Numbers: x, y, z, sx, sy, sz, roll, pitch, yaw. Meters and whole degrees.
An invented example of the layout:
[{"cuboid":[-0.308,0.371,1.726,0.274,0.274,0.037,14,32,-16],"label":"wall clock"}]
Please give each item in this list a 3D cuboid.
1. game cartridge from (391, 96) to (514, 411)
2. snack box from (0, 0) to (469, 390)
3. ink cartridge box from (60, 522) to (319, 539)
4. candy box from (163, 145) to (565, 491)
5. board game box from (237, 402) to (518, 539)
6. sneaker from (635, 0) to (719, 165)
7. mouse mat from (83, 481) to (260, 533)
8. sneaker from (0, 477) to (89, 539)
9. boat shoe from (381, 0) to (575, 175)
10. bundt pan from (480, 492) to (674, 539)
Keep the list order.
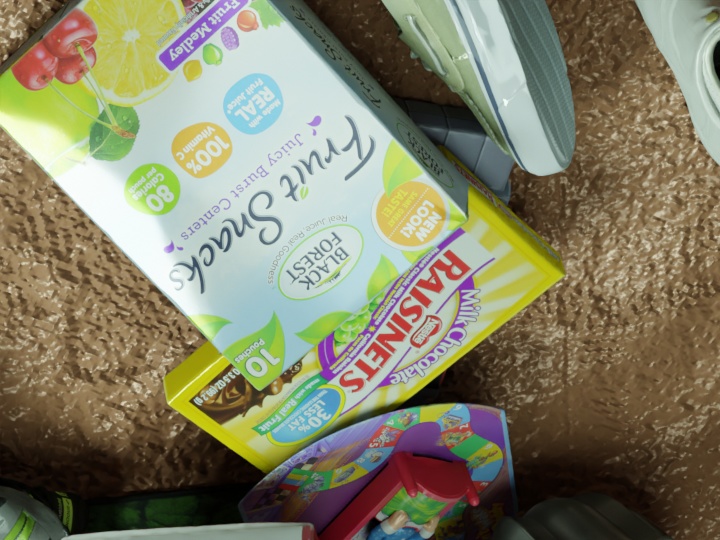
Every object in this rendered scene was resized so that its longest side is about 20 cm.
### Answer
[{"cuboid":[0.000,0.000,1.090,0.128,0.039,0.201,10,123,-13],"label":"game cartridge"},{"cuboid":[-0.063,-0.061,0.986,0.142,0.053,0.200,-38,106,18],"label":"snack box"},{"cuboid":[-0.077,0.247,1.112,0.143,0.146,0.201,-5,148,7],"label":"ink cartridge box"},{"cuboid":[0.002,0.030,1.076,0.200,0.027,0.102,-40,127,18],"label":"candy box"},{"cuboid":[0.020,0.151,1.158,0.157,0.039,0.201,-20,145,-6],"label":"board game box"},{"cuboid":[0.206,-0.073,1.027,0.073,0.116,0.200,-36,126,13],"label":"sneaker"},{"cuboid":[-0.123,0.194,1.221,0.198,0.008,0.162,-5,126,-6],"label":"mouse mat"},{"cuboid":[-0.195,0.134,1.123,0.082,0.071,0.200,-29,130,3],"label":"sneaker"},{"cuboid":[0.047,-0.128,0.994,0.062,0.072,0.201,-12,125,26],"label":"boat shoe"},{"cuboid":[0.106,0.211,1.208,0.201,0.076,0.203,-23,138,-22],"label":"bundt pan"}]
